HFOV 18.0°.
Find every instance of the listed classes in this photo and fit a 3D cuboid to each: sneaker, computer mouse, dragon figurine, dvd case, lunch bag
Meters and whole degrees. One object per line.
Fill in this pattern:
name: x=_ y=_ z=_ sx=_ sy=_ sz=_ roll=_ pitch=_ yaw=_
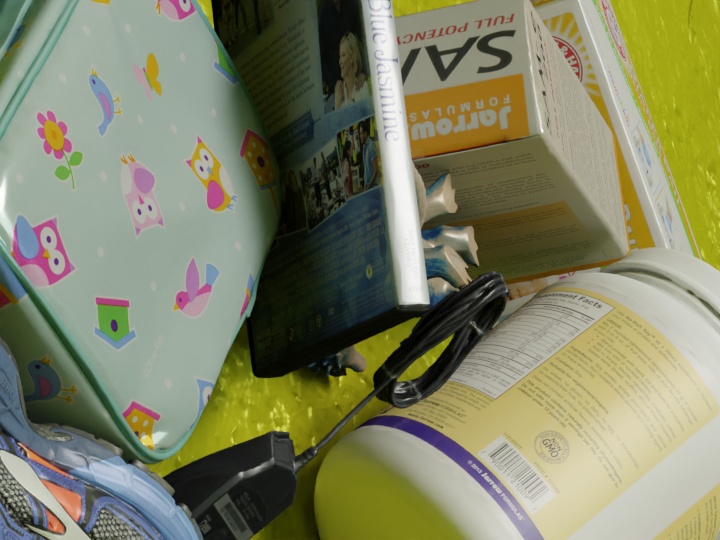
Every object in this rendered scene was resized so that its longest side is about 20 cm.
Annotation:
sneaker: x=-0.130 y=0.088 z=0.794 sx=0.200 sy=0.075 sz=0.079 roll=45 pitch=44 yaw=-30
computer mouse: x=-0.023 y=0.061 z=0.908 sx=0.034 sy=0.200 sz=0.059 roll=48 pitch=-12 yaw=26
dragon figurine: x=0.000 y=0.000 z=1.007 sx=0.200 sy=0.099 sz=0.059 roll=54 pitch=23 yaw=-70
dvd case: x=-0.021 y=-0.065 z=0.950 sx=0.018 sy=0.143 sz=0.201 roll=-1 pitch=78 yaw=-27
lunch bag: x=-0.109 y=-0.032 z=0.874 sx=0.161 sy=0.077 sz=0.200 roll=56 pitch=32 yaw=-30

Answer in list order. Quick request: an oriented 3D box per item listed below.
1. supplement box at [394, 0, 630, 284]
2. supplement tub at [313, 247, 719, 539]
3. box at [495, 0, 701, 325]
supplement box: x=0.047 y=-0.054 z=1.085 sx=0.200 sy=0.126 sz=0.074 roll=43 pitch=40 yaw=-66
supplement tub: x=0.093 y=0.091 z=1.044 sx=0.200 sy=0.145 sz=0.146 roll=-34 pitch=110 yaw=-30
box: x=0.106 y=-0.051 z=1.234 sx=0.101 sy=0.112 sz=0.200 roll=-55 pitch=125 yaw=-70
